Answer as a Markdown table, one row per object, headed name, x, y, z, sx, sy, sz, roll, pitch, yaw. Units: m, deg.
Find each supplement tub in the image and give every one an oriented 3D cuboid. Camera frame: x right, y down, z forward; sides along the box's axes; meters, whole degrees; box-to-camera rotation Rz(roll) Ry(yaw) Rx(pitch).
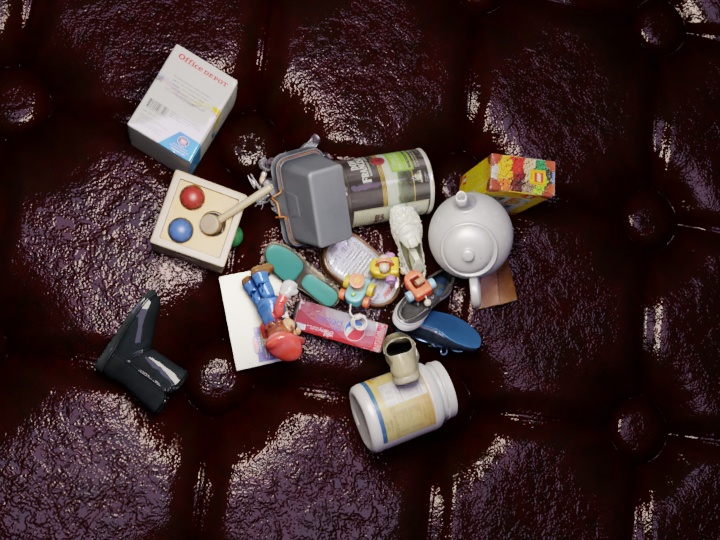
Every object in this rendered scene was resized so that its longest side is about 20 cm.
| name | x | y | z | sx | sy | sz | roll | pitch | yaw |
| --- | --- | --- | --- | --- | --- | --- | --- | --- | --- |
| supplement tub | 0.090 | 0.281 | 1.625 | 0.197 | 0.145 | 0.147 | -18 | 86 | -15 |

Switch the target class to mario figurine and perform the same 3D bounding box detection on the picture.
| name | x | y | z | sx | sy | sz | roll | pitch | yaw |
| --- | --- | --- | --- | --- | --- | --- | --- | --- | --- |
| mario figurine | -0.166 | 0.091 | 1.585 | 0.105 | 0.124 | 0.202 | -22 | 73 | -11 |

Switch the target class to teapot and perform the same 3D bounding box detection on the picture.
| name | x | y | z | sx | sy | sz | roll | pitch | yaw |
| --- | --- | --- | --- | --- | --- | --- | --- | --- | --- |
| teapot | 0.230 | -0.055 | 1.628 | 0.199 | 0.147 | 0.198 | 35 | 118 | -8 |

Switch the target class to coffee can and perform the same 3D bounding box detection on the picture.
| name | x | y | z | sx | sy | sz | roll | pitch | yaw |
| --- | --- | --- | --- | --- | --- | --- | --- | --- | --- |
| coffee can | 0.044 | -0.178 | 1.678 | 0.197 | 0.146 | 0.149 | -11 | 85 | -15 |

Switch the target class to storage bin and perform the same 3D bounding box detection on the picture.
| name | x | y | z | sx | sy | sz | roll | pitch | yaw |
| --- | --- | --- | --- | --- | --- | --- | --- | --- | --- |
| storage bin | -0.099 | -0.141 | 1.599 | 0.144 | 0.134 | 0.203 | -19 | 112 | -26 |

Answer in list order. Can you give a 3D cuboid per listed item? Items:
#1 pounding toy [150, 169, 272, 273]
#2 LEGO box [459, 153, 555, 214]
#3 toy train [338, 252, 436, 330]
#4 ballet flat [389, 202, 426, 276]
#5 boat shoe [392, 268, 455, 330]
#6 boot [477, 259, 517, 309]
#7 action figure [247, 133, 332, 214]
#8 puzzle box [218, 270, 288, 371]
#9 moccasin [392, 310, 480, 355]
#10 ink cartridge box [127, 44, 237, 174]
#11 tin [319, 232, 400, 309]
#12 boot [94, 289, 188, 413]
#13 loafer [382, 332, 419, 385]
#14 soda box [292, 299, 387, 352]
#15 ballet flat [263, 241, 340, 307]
| name | x | y | z | sx | sy | sz | roll | pitch | yaw |
| --- | --- | --- | --- | --- | --- | --- | --- | --- | --- |
| pounding toy | -0.305 | -0.107 | 1.590 | 0.197 | 0.142 | 0.187 | 19 | 79 | -9 |
| LEGO box | 0.319 | -0.187 | 1.714 | 0.146 | 0.200 | 0.079 | 5 | 81 | -12 |
| toy train | 0.052 | 0.033 | 1.618 | 0.198 | 0.056 | 0.151 | -26 | 60 | -10 |
| ballet flat | 0.111 | -0.053 | 1.662 | 0.071 | 0.072 | 0.202 | -30 | 132 | -15 |
| boat shoe | 0.143 | 0.055 | 1.670 | 0.070 | 0.067 | 0.199 | 41 | 48 | 19 |
| boot | 0.260 | -0.015 | 1.761 | 0.185 | 0.068 | 0.204 | -5 | 91 | -21 |
| action figure | -0.157 | -0.206 | 1.675 | 0.200 | 0.069 | 0.131 | -42 | 110 | -10 |
| puzzle box | -0.219 | 0.101 | 1.641 | 0.131 | 0.025 | 0.203 | -10 | 85 | -14 |
| moccasin | 0.166 | 0.132 | 1.704 | 0.198 | 0.069 | 0.081 | 24 | 45 | 2 |
| ink cartridge box | -0.366 | -0.325 | 1.605 | 0.146 | 0.145 | 0.202 | 31 | 77 | -7 |
| tin | 0.000 | 0.000 | 1.700 | 0.199 | 0.042 | 0.113 | 39 | 80 | -5 |
| boot | -0.413 | 0.164 | 1.559 | 0.167 | 0.076 | 0.202 | 34 | 83 | -3 |
| loafer | 0.086 | 0.168 | 1.613 | 0.074 | 0.200 | 0.069 | -13 | 108 | -2 |
| soda box | -0.047 | 0.120 | 1.654 | 0.197 | 0.070 | 0.064 | 17 | 83 | -9 |
| ballet flat | -0.126 | 0.005 | 1.650 | 0.199 | 0.075 | 0.068 | 37 | 99 | -16 |
